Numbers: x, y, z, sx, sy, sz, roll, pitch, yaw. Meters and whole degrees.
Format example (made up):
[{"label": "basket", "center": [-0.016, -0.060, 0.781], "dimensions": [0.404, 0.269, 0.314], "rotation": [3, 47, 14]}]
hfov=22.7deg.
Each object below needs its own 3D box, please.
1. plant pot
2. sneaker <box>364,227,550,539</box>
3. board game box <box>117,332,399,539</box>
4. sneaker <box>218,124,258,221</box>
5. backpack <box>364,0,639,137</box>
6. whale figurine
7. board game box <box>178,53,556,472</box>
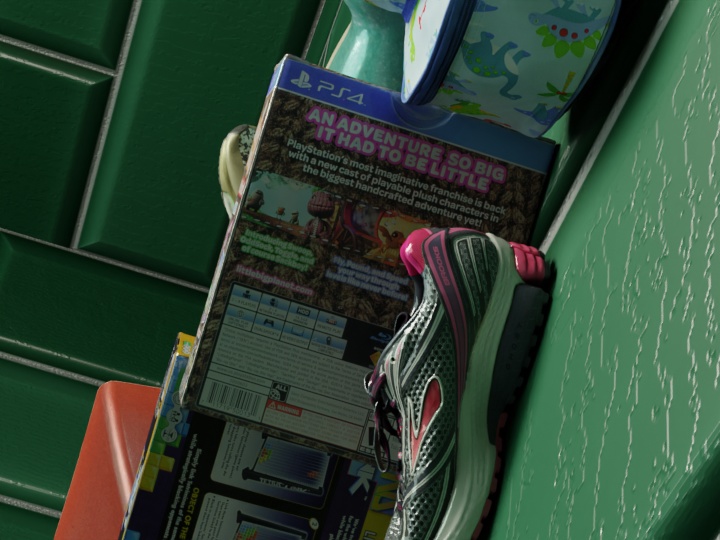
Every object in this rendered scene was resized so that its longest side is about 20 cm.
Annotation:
[{"label": "plant pot", "center": [-0.138, 0.237, 1.499], "dimensions": [0.177, 0.198, 0.201], "rotation": [-105, 31, -53]}, {"label": "sneaker", "center": [0.034, 0.077, 0.920], "dimensions": [0.081, 0.074, 0.202], "rotation": [154, 131, -81]}, {"label": "board game box", "center": [-0.062, 0.158, 1.111], "dimensions": [0.057, 0.164, 0.202], "rotation": [-110, 38, -76]}, {"label": "sneaker", "center": [-0.014, -0.026, 1.218], "dimensions": [0.088, 0.200, 0.077], "rotation": [-35, 5, 47]}, {"label": "backpack", "center": [0.072, -0.181, 0.932], "dimensions": [0.183, 0.146, 0.202], "rotation": [118, 164, -68]}, {"label": "whale figurine", "center": [0.022, -0.098, 1.102], "dimensions": [0.104, 0.158, 0.201], "rotation": [-91, 2, -53]}, {"label": "board game box", "center": [0.000, 0.000, 1.018], "dimensions": [0.097, 0.158, 0.202], "rotation": [-164, 91, -83]}]
